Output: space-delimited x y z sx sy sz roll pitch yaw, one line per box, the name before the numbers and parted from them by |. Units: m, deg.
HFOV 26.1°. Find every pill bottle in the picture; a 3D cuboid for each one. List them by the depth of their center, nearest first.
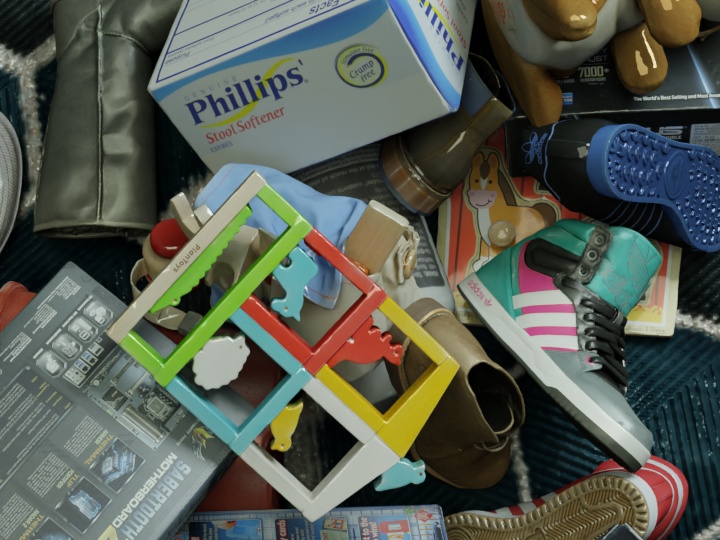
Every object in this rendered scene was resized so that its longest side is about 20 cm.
pill bottle | 0.000 0.000 1.101 0.112 0.113 0.201 -20 75 2

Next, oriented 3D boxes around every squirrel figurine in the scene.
squirrel figurine | 0.166 -0.218 1.020 0.186 0.142 0.201 -24 65 -11

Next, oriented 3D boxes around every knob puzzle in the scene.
knob puzzle | 0.147 -0.057 1.137 0.218 0.030 0.221 -2 77 7

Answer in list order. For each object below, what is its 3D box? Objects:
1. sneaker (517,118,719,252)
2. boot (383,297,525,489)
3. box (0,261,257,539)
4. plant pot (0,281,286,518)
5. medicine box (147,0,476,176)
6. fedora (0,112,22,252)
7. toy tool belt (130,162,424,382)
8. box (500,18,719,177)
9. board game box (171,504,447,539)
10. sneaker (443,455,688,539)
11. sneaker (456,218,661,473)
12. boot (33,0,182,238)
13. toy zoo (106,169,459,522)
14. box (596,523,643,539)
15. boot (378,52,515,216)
sneaker | 0.185 -0.062 1.059 0.078 0.199 0.071 11 83 40
boot | 0.074 0.101 1.023 0.075 0.200 0.074 34 72 33
box | -0.180 0.117 0.935 0.157 0.051 0.200 37 66 6
plant pot | -0.150 0.113 1.063 0.194 0.201 0.202 3 78 0
medicine box | -0.024 -0.173 1.052 0.181 0.103 0.201 -18 38 27
fedora | -0.354 -0.059 1.171 0.176 0.090 0.201 21 81 11
toy tool belt | -0.058 -0.020 0.992 0.199 0.123 0.125 17 50 20
box | 0.200 -0.161 1.108 0.198 0.086 0.165 -1 64 7
board game box | -0.066 0.231 1.013 0.198 0.062 0.201 12 121 -14
sneaker | 0.134 0.180 1.073 0.199 0.112 0.072 -24 81 33
sneaker | 0.162 0.035 1.042 0.121 0.084 0.200 -42 48 3
boot | -0.164 -0.127 1.173 0.181 0.073 0.201 -8 69 20
toy zoo | -0.034 0.056 0.922 0.200 0.020 0.131 43 93 -9
box | 0.156 0.304 0.959 0.200 0.197 0.124 44 42 14
boot | 0.064 -0.129 1.093 0.097 0.075 0.201 -41 30 27
